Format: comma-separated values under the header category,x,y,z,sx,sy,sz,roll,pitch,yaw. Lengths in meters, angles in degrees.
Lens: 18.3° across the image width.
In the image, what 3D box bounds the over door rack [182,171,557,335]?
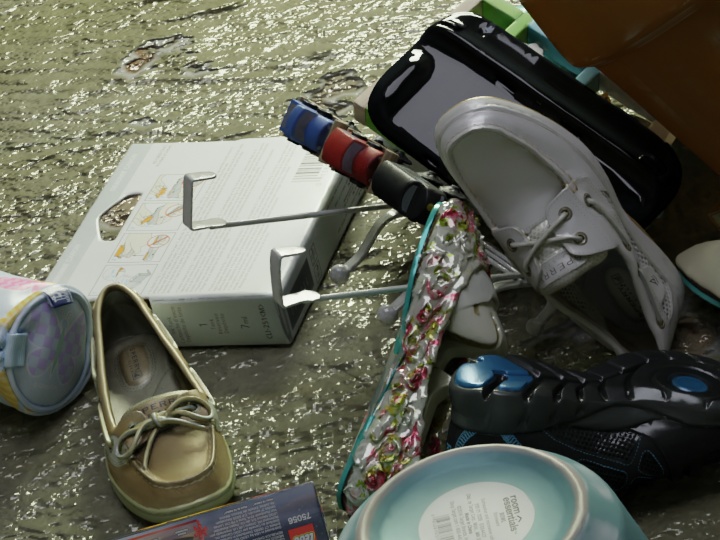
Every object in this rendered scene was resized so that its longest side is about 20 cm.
category,x,y,z,sx,sy,sz,roll,pitch,yaw
over door rack,0.000,0.000,1.365,0.199,0.067,0.148,6,17,-31

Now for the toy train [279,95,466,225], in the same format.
category,x,y,z,sx,sy,sz,roll,pitch,yaw
toy train,0.000,-0.068,1.402,0.046,0.034,0.200,17,11,-34

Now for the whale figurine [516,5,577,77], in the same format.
category,x,y,z,sx,sy,sz,roll,pitch,yaw
whale figurine,0.096,-0.150,1.579,0.158,0.104,0.200,-4,31,17

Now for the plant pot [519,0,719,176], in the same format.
category,x,y,z,sx,sy,sz,roll,pitch,yaw
plant pot,0.227,-0.150,1.332,0.200,0.184,0.200,-37,9,7

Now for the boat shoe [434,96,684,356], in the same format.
category,x,y,z,sx,sy,sz,roll,pitch,yaw
boat shoe,0.118,-0.018,1.283,0.071,0.200,0.069,-34,27,30

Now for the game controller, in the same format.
category,x,y,z,sx,sy,sz,roll,pitch,yaw
game controller,0.099,-0.083,1.390,0.200,0.042,0.104,38,79,25

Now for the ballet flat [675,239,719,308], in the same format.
category,x,y,z,sx,sy,sz,roll,pitch,yaw
ballet flat,0.253,0.015,1.284,0.069,0.070,0.200,-24,36,-16

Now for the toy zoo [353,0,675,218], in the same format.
category,x,y,z,sx,sy,sz,roll,pitch,yaw
toy zoo,0.112,-0.091,1.425,0.200,0.021,0.131,36,64,24

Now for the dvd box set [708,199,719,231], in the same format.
category,x,y,z,sx,sy,sz,roll,pitch,yaw
dvd box set,0.316,-0.085,1.351,0.146,0.029,0.200,-41,9,-29

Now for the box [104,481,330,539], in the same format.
category,x,y,z,sx,sy,sz,roll,pitch,yaw
box,-0.114,0.157,1.165,0.199,0.040,0.137,-16,-7,-4

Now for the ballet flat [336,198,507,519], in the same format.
category,x,y,z,sx,sy,sz,roll,pitch,yaw
ballet flat,0.046,0.058,1.254,0.064,0.076,0.201,12,73,21

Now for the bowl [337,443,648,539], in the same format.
category,x,y,z,sx,sy,sz,roll,pitch,yaw
bowl,0.063,0.161,1.098,0.200,0.105,0.201,-11,32,7

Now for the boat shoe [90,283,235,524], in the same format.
category,x,y,z,sx,sy,sz,roll,pitch,yaw
boat shoe,-0.125,0.079,1.340,0.073,0.063,0.201,-17,31,-5

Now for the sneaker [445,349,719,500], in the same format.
category,x,y,z,sx,sy,sz,roll,pitch,yaw
sneaker,0.141,0.091,1.217,0.199,0.082,0.073,2,20,-10

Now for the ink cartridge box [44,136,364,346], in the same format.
category,x,y,z,sx,sy,sz,roll,pitch,yaw
ink cartridge box,-0.104,-0.022,1.513,0.173,0.044,0.200,-3,34,20

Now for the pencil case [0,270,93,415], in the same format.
category,x,y,z,sx,sy,sz,roll,pitch,yaw
pencil case,-0.264,0.036,1.444,0.199,0.084,0.091,12,20,37

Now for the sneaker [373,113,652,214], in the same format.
category,x,y,z,sx,sy,sz,roll,pitch,yaw
sneaker,0.100,-0.063,1.451,0.199,0.075,0.100,3,41,11
